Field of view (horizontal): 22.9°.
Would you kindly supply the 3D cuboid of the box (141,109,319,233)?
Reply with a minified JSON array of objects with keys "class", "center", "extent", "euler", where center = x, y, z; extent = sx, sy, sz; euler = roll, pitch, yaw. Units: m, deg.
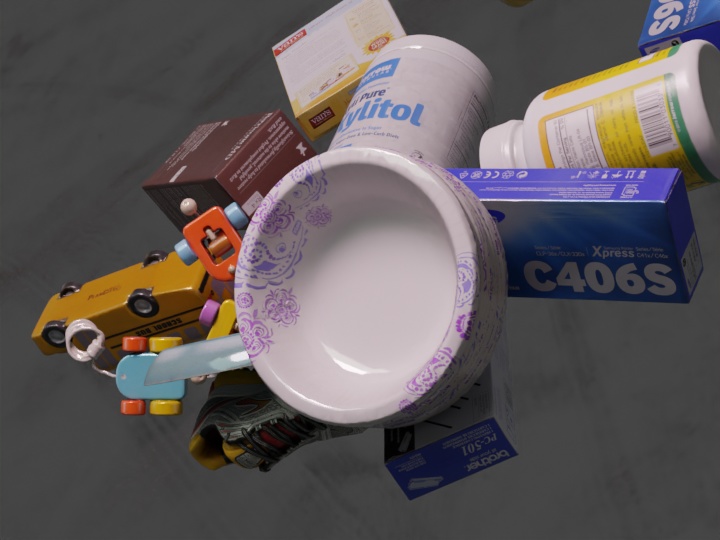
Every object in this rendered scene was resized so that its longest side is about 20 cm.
[{"class":"box","center":[-0.132,-0.096,1.770],"extent":[0.100,0.075,0.199],"euler":[-48,22,-20]}]

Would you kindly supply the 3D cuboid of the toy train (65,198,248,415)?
[{"class":"toy train","center":[-0.158,0.039,1.591],"extent":[0.199,0.151,0.056],"euler":[-39,-3,3]}]

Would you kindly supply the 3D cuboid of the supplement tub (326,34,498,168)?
[{"class":"supplement tub","center":[0.039,-0.098,1.567],"extent":[0.131,0.132,0.201],"euler":[-15,36,33]}]

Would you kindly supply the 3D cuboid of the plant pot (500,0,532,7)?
[{"class":"plant pot","center":[0.183,-0.370,1.759],"extent":[0.189,0.200,0.202],"euler":[-40,26,23]}]

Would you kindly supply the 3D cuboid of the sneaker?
[{"class":"sneaker","center":[-0.063,0.126,1.423],"extent":[0.199,0.078,0.083],"euler":[-15,38,49]}]

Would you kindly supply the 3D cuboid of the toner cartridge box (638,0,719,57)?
[{"class":"toner cartridge box","center":[0.313,-0.255,1.574],"extent":[0.094,0.043,0.201],"euler":[-14,36,33]}]

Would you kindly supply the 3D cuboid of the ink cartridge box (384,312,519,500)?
[{"class":"ink cartridge box","center":[0.066,0.081,1.368],"extent":[0.093,0.044,0.201],"euler":[-24,31,17]}]

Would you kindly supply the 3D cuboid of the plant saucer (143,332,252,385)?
[{"class":"plant saucer","center":[-0.082,0.061,1.454],"extent":[0.198,0.028,0.200],"euler":[-11,-1,0]}]

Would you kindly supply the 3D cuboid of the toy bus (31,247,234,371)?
[{"class":"toy bus","center":[-0.214,0.040,1.690],"extent":[0.198,0.079,0.065],"euler":[-19,34,28]}]

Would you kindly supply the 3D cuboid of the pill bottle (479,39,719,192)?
[{"class":"pill bottle","center":[0.200,-0.102,1.420],"extent":[0.198,0.113,0.113],"euler":[-18,34,30]}]

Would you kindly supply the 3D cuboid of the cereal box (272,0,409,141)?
[{"class":"cereal box","center":[-0.016,-0.228,1.905],"extent":[0.143,0.040,0.201],"euler":[-32,29,8]}]

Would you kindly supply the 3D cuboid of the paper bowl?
[{"class":"paper bowl","center":[0.015,0.015,1.307],"extent":[0.199,0.104,0.203],"euler":[-4,82,28]}]

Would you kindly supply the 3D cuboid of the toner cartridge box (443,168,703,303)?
[{"class":"toner cartridge box","center":[0.150,-0.027,1.337],"extent":[0.198,0.096,0.043],"euler":[1,38,30]}]
